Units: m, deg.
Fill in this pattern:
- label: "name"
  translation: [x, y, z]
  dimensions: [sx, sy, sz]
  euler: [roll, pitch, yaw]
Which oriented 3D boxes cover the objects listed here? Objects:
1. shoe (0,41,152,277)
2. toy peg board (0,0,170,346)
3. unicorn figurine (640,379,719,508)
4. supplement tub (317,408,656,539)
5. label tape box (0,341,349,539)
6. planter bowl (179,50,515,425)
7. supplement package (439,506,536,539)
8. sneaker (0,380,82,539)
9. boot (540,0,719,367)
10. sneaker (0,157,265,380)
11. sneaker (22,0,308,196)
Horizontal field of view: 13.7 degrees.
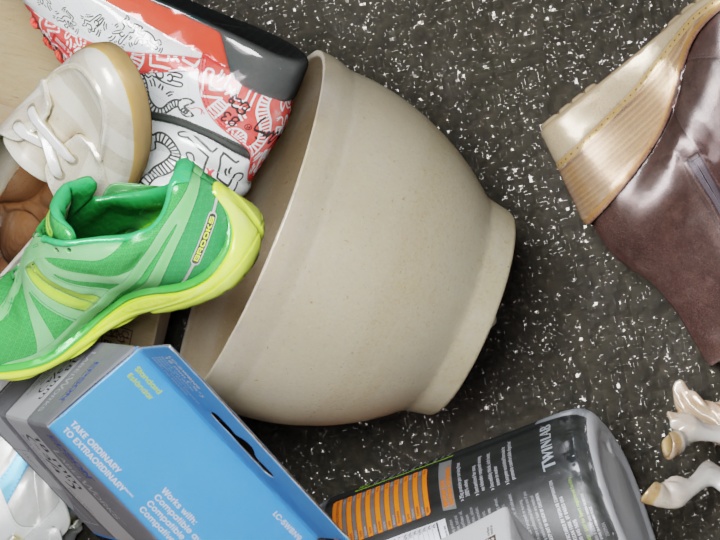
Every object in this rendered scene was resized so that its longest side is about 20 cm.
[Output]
- label: "shoe"
  translation: [-0.165, -0.045, 1.581]
  dimensions: [0.070, 0.053, 0.200]
  euler: [49, 140, 13]
- label: "toy peg board"
  translation: [-0.174, -0.063, 1.708]
  dimensions: [0.200, 0.098, 0.200]
  euler: [18, 105, 16]
- label: "unicorn figurine"
  translation: [0.218, 0.155, 1.567]
  dimensions: [0.137, 0.074, 0.200]
  euler: [9, 73, -21]
- label: "supplement tub"
  translation: [0.052, 0.160, 1.600]
  dimensions: [0.200, 0.123, 0.123]
  euler: [-21, 80, 13]
- label: "label tape box"
  translation: [-0.108, 0.107, 1.584]
  dimensions: [0.063, 0.200, 0.144]
  euler: [-47, 106, -16]
- label: "planter bowl"
  translation: [0.000, 0.000, 1.607]
  dimensions: [0.135, 0.200, 0.201]
  euler: [22, 91, -12]
- label: "supplement package"
  translation: [0.024, 0.234, 1.502]
  dimensions: [0.200, 0.121, 0.120]
  euler: [-29, 35, 18]
- label: "sneaker"
  translation: [-0.204, 0.149, 1.696]
  dimensions: [0.081, 0.077, 0.200]
  euler: [19, 95, 7]
- label: "boot"
  translation: [0.216, -0.067, 1.617]
  dimensions: [0.200, 0.072, 0.166]
  euler: [-39, 89, 7]
- label: "sneaker"
  translation: [-0.144, -0.007, 1.553]
  dimensions: [0.200, 0.074, 0.084]
  euler: [-24, 120, 25]
- label: "sneaker"
  translation: [-0.135, -0.105, 1.599]
  dimensions: [0.201, 0.067, 0.108]
  euler: [26, 105, 10]
